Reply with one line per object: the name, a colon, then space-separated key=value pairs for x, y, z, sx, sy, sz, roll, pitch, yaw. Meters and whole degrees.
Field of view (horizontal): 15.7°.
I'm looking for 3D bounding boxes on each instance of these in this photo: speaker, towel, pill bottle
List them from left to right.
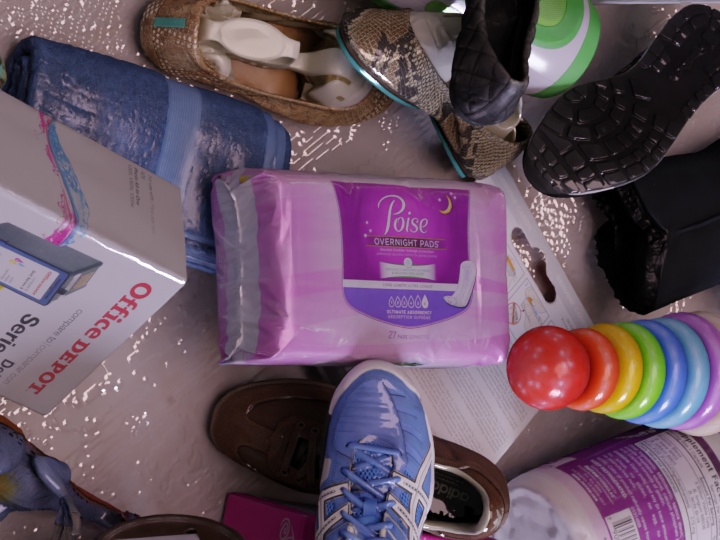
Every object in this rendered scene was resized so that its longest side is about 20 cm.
towel: x=-0.135 y=-0.068 z=1.612 sx=0.199 sy=0.048 sz=0.112 roll=17 pitch=84 yaw=-33
speaker: x=0.064 y=-0.189 z=1.711 sx=0.199 sy=0.088 sz=0.089 roll=28 pitch=79 yaw=-32
pill bottle: x=0.200 y=0.166 z=1.813 sx=0.199 sy=0.112 sz=0.113 roll=-18 pitch=104 yaw=-31

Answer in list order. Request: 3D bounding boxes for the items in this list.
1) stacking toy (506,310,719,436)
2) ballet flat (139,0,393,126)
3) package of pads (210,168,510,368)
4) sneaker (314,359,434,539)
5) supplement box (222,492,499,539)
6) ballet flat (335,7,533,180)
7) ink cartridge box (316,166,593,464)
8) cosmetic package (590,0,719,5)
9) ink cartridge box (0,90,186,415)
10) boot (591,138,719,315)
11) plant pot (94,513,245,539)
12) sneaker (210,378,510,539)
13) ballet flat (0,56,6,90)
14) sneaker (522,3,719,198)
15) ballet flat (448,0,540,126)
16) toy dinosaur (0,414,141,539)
stacking toy: x=0.169 y=0.065 z=1.723 sx=0.199 sy=0.085 sz=0.086 roll=5 pitch=91 yaw=-44
ballet flat: x=-0.045 y=-0.132 z=1.655 sx=0.199 sy=0.065 sz=0.071 roll=8 pitch=88 yaw=-34
package of pads: x=0.000 y=0.000 z=1.633 sx=0.199 sy=0.075 sz=0.121 roll=2 pitch=85 yaw=-38
sneaker: x=0.010 y=0.155 z=1.578 sx=0.075 sy=0.077 sz=0.202 roll=2 pitch=89 yaw=-4
supplement box: x=0.009 y=0.213 z=1.698 sx=0.199 sy=0.103 sz=0.102 roll=12 pitch=88 yaw=-32
ballet flat: x=0.058 y=-0.126 z=1.684 sx=0.200 sy=0.075 sz=0.068 roll=42 pitch=26 yaw=-52
ink cartridge box: x=0.062 y=0.043 z=1.763 sx=0.200 sy=0.050 sz=0.163 roll=-48 pitch=117 yaw=-36
cosmetic package: x=0.236 y=-0.219 z=1.753 sx=0.112 sy=0.200 sz=0.082 roll=-5 pitch=96 yaw=-30
ink cartridge box: x=-0.219 y=-0.020 z=1.495 sx=0.199 sy=0.145 sz=0.088 roll=28 pitch=36 yaw=-33
boot: x=0.250 y=0.005 z=1.851 sx=0.167 sy=0.076 sz=0.201 roll=-20 pitch=98 yaw=-34
plant pot: x=-0.113 y=0.255 z=1.543 sx=0.186 sy=0.187 sz=0.201 roll=-13 pitch=115 yaw=-32
sneaker: x=0.002 y=0.119 z=1.654 sx=0.199 sy=0.076 sz=0.071 roll=15 pitch=97 yaw=-3
ballet flat: x=-0.302 y=-0.118 z=1.497 sx=0.199 sy=0.074 sz=0.075 roll=-6 pitch=97 yaw=-35
sneaker: x=0.180 y=-0.098 z=1.787 sx=0.200 sy=0.088 sz=0.076 roll=-36 pitch=84 yaw=-30
ballet flat: x=0.096 y=-0.178 z=1.637 sx=0.066 sy=0.057 sz=0.201 roll=27 pitch=56 yaw=-31
toy dinosaur: x=-0.199 y=0.117 z=1.566 sx=0.181 sy=0.105 sz=0.202 roll=5 pitch=81 yaw=-52
